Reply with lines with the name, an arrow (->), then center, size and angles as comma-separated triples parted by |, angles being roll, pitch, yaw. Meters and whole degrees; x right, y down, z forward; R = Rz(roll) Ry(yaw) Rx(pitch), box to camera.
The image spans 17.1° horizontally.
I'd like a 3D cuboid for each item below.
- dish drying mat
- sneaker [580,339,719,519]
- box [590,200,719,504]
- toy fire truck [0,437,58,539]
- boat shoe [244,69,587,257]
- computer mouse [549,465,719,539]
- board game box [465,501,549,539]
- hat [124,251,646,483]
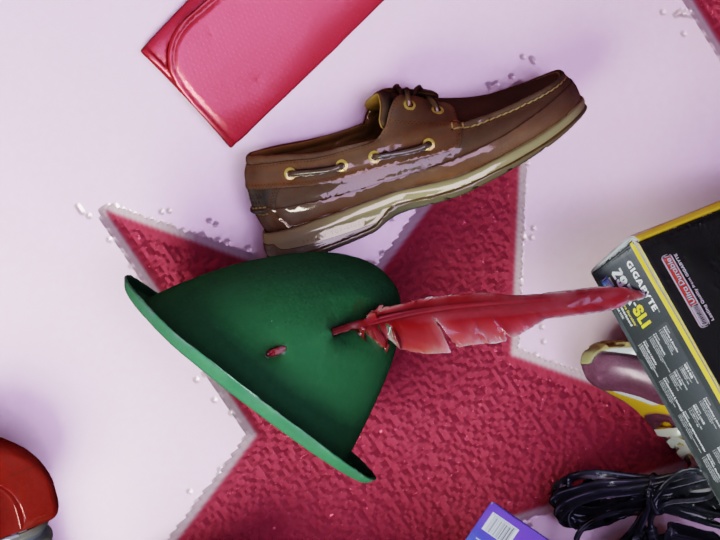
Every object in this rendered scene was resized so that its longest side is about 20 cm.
dish drying mat -> -0.026, -0.165, 1.343 | 0.200, 0.018, 0.077 | -44, 102, -4
sneaker -> 0.212, 0.103, 1.385 | 0.199, 0.075, 0.091 | 20, 86, -11
box -> 0.240, 0.055, 1.333 | 0.159, 0.049, 0.201 | -19, 76, -39
toy fire truck -> -0.174, 0.164, 1.310 | 0.199, 0.128, 0.177 | -20, 105, -28
boat shoe -> 0.029, -0.071, 1.336 | 0.199, 0.072, 0.068 | -23, 101, -5
computer mouse -> 0.197, 0.199, 1.389 | 0.138, 0.053, 0.201 | -7, 105, 29
board game box -> 0.143, 0.212, 1.314 | 0.200, 0.135, 0.045 | 34, 79, 13
hat -> 0.000, 0.000, 1.287 | 0.176, 0.166, 0.200 | -51, 132, 2
